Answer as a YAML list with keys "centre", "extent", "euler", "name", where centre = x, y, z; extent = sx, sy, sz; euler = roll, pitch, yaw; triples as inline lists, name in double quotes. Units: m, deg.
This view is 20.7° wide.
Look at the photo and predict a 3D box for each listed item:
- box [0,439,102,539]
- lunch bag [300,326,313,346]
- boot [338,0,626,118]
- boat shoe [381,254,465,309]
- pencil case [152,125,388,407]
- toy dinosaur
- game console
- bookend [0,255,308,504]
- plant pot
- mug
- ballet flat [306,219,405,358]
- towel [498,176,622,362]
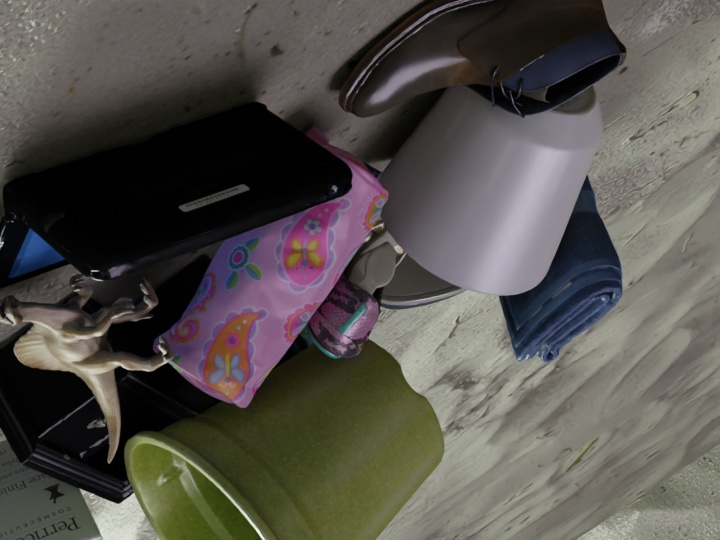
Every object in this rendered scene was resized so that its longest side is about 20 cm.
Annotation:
- centre: [-0.300, 0.257, 1.547]
  extent: [0.198, 0.131, 0.201]
  euler: [-21, 139, -17]
  name: "box"
- centre: [-0.027, 0.116, 1.655]
  extent: [0.075, 0.201, 0.160]
  euler: [-32, 174, 3]
  name: "lunch bag"
- centre: [0.087, -0.142, 1.371]
  extent: [0.199, 0.097, 0.075]
  euler: [-33, 160, -4]
  name: "boot"
- centre: [0.084, -0.008, 1.722]
  extent: [0.199, 0.073, 0.062]
  euler: [-28, 157, -30]
  name: "boat shoe"
- centre: [-0.062, -0.003, 1.399]
  extent: [0.201, 0.087, 0.087]
  euler: [-57, 159, 0]
  name: "pencil case"
- centre: [-0.182, 0.051, 1.347]
  extent: [0.100, 0.059, 0.200]
  euler: [-21, 143, 10]
  name: "toy dinosaur"
- centre: [-0.129, -0.025, 1.293]
  extent: [0.199, 0.176, 0.117]
  euler: [-22, 129, -31]
  name: "game console"
- centre: [-0.159, 0.069, 1.488]
  extent: [0.199, 0.092, 0.199]
  euler: [-36, 160, 2]
  name: "bookend"
- centre: [-0.043, 0.148, 1.477]
  extent: [0.184, 0.200, 0.201]
  euler: [-39, 164, -25]
  name: "plant pot"
- centre: [0.105, -0.100, 1.497]
  extent: [0.148, 0.187, 0.154]
  euler: [13, 131, -19]
  name: "mug"
- centre: [0.000, 0.000, 1.495]
  extent: [0.071, 0.069, 0.200]
  euler: [-41, -165, 17]
  name: "ballet flat"
- centre: [0.147, -0.029, 1.603]
  extent: [0.048, 0.201, 0.112]
  euler: [26, 124, -33]
  name: "towel"
